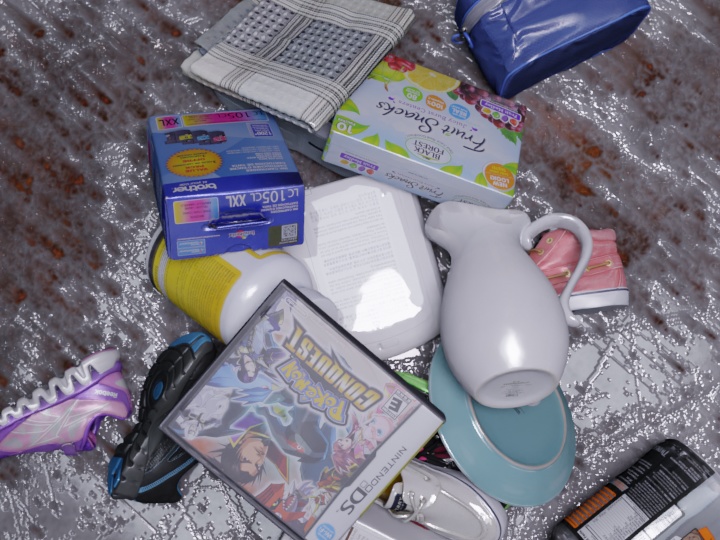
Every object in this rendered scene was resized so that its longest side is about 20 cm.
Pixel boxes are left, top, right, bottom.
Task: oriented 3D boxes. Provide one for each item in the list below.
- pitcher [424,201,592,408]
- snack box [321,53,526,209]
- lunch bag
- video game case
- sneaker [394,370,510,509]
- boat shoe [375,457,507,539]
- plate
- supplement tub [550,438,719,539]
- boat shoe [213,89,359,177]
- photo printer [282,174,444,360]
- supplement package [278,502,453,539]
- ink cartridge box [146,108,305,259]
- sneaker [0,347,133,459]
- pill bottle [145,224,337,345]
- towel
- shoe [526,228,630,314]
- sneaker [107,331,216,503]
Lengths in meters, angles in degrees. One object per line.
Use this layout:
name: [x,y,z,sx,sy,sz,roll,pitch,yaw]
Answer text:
pitcher: [0.159,0.026,0.941,0.171,0.121,0.200,-6,55,-1]
snack box: [0.071,-0.148,1.018,0.200,0.053,0.142,19,54,-6]
lunch bag: [0.193,-0.286,1.034,0.200,0.136,0.132,-25,85,-2]
video game case: [-0.053,0.140,0.882,0.200,0.026,0.181,40,96,-4]
sneaker: [0.085,0.187,0.993,0.084,0.077,0.200,-40,99,-16]
boat shoe: [0.048,0.222,0.948,0.200,0.070,0.071,30,115,15]
plate: [0.156,0.142,0.983,0.200,0.026,0.200,19,53,-27]
supplement tub: [0.285,0.278,0.984,0.200,0.123,0.123,-37,86,-3]
boat shoe: [-0.069,-0.176,1.062,0.200,0.074,0.067,34,57,3]
photo printer: [0.000,0.000,1.035,0.166,0.069,0.200,-16,85,-2]
supplement package: [0.014,0.303,0.970,0.200,0.121,0.120,27,96,1]
ink cartridge box: [-0.135,-0.083,0.954,0.136,0.200,0.076,-8,129,-15]
sneaker: [-0.328,0.166,1.013,0.200,0.080,0.089,-31,93,-5]
pill bottle: [-0.120,0.018,0.972,0.200,0.112,0.112,33,84,34]
towel: [-0.070,-0.246,1.015,0.200,0.035,0.193,26,64,27]
shoe: [0.190,0.006,1.041,0.200,0.071,0.091,-6,80,-4]
sneaker: [-0.194,0.157,1.006,0.082,0.073,0.200,22,103,-28]
